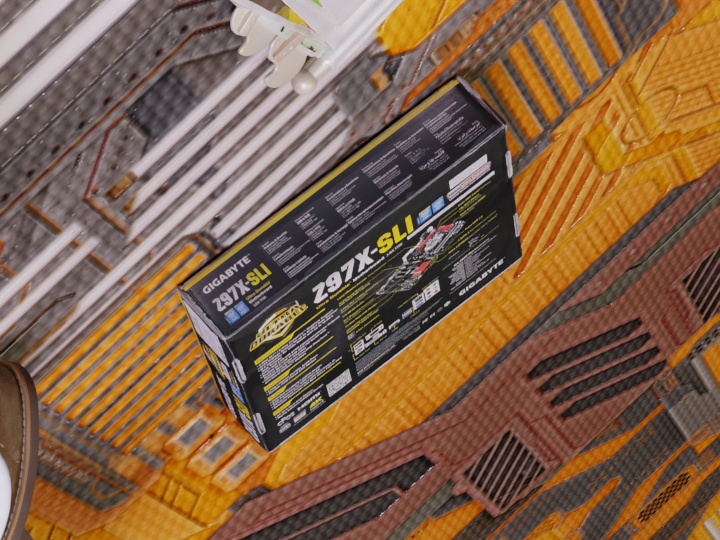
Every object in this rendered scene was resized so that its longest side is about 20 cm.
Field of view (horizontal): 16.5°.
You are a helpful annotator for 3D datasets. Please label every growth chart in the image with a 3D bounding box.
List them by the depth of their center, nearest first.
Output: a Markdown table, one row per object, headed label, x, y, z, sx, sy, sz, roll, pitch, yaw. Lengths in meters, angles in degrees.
| label | x | y | z | sx | sy | sz | roll | pitch | yaw |
| --- | --- | --- | --- | --- | --- | --- | --- | --- | --- |
| growth chart | -0.010 | -0.160 | 1.165 | 0.145 | 0.018 | 0.200 | -41 | 156 | -2 |

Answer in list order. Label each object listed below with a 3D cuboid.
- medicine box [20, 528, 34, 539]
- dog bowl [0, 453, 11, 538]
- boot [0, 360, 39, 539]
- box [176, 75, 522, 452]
| label | x | y | z | sx | sy | sz | roll | pitch | yaw |
| --- | --- | --- | --- | --- | --- | --- | --- | --- | --- |
| medicine box | -0.227 | 0.240 | 1.290 | 0.200 | 0.182 | 0.103 | -42 | 157 | -1 |
| dog bowl | -0.233 | 0.104 | 0.927 | 0.199 | 0.079 | 0.201 | -34 | 155 | -18 |
| boot | -0.220 | 0.131 | 1.214 | 0.075 | 0.073 | 0.201 | 30 | 77 | -39 |
| box | 0.000 | 0.000 | 1.407 | 0.200 | 0.049 | 0.160 | -38 | 153 | -11 |
